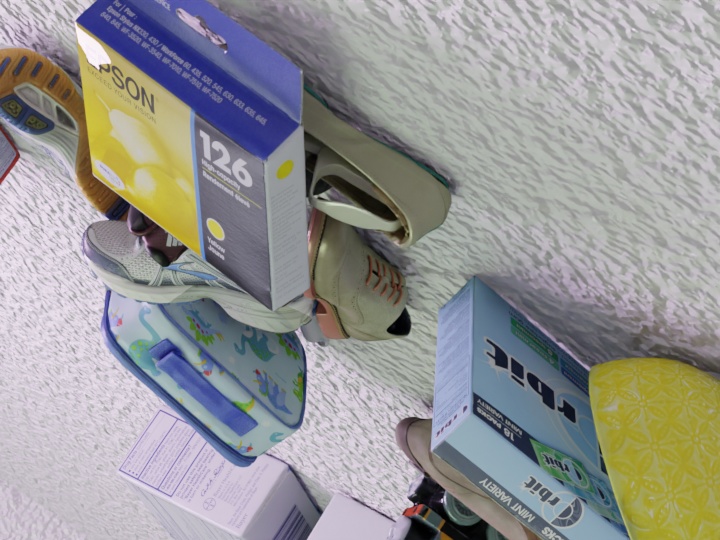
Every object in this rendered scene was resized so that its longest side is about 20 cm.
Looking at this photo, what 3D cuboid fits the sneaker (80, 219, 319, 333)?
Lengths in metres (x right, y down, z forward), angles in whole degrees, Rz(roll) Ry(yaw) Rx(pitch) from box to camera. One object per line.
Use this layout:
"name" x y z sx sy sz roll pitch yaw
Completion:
"sneaker" -0.125 -0.021 1.514 0.198 0.077 0.086 11 131 11

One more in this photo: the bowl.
"bowl" 0.239 0.141 1.293 0.107 0.201 0.201 -22 135 15

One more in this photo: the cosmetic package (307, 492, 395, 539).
"cosmetic package" 0.012 0.388 2.174 0.166 0.167 0.200 26 160 19

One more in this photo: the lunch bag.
"lunch bag" -0.135 0.063 1.666 0.200 0.082 0.161 44 -158 -26

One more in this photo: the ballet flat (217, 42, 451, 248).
"ballet flat" -0.031 -0.081 1.306 0.199 0.070 0.070 32 160 6

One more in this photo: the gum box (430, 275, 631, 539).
"gum box" 0.127 0.112 1.353 0.170 0.045 0.200 40 -157 -14

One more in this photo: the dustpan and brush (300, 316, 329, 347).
"dustpan and brush" -0.069 0.020 1.637 0.138 0.058 0.201 10 144 28

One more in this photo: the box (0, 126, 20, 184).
"box" -0.413 -0.069 1.738 0.095 0.201 0.100 20 156 30

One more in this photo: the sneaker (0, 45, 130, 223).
"sneaker" -0.229 -0.114 1.564 0.200 0.075 0.088 47 173 -25

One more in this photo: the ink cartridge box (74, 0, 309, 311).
"ink cartridge box" -0.115 -0.097 1.300 0.197 0.047 0.201 37 149 30

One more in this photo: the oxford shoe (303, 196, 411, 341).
"oxford shoe" 0.000 0.000 1.460 0.073 0.072 0.200 9 162 12

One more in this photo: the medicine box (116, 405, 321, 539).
"medicine box" -0.159 0.274 2.277 0.199 0.103 0.183 23 158 30

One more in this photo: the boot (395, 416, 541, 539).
"boot" 0.121 0.197 1.723 0.146 0.070 0.200 19 155 51

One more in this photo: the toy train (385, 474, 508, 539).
"toy train" 0.115 0.282 1.840 0.199 0.114 0.085 37 160 -9

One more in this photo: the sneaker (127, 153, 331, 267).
"sneaker" -0.103 -0.048 1.419 0.076 0.116 0.199 45 158 -30
